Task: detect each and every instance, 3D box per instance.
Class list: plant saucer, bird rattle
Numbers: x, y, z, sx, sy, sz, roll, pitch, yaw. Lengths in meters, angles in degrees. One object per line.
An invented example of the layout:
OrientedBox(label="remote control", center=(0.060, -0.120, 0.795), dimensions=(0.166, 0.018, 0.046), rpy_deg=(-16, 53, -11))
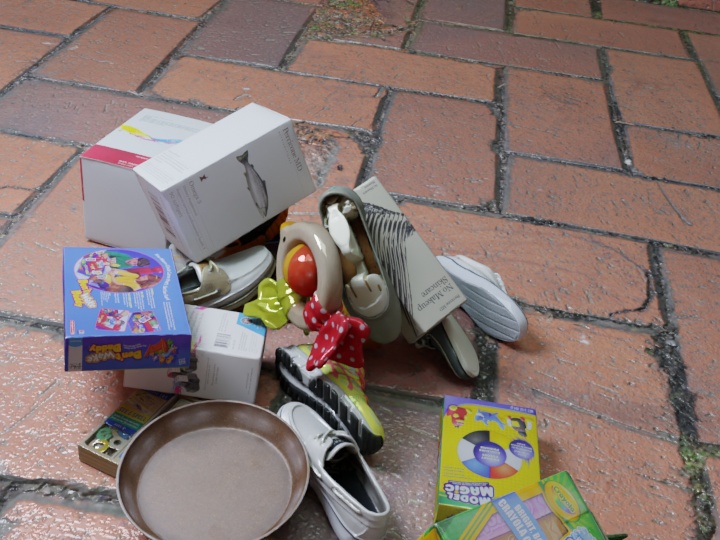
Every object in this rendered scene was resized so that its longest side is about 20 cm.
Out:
OrientedBox(label="plant saucer", center=(-0.152, 0.218, 0.919), dimensions=(0.198, 0.035, 0.201), rpy_deg=(2, 37, -1))
OrientedBox(label="bird rattle", center=(-0.065, 0.026, 1.042), dimensions=(0.111, 0.165, 0.200), rpy_deg=(-5, 15, -23))

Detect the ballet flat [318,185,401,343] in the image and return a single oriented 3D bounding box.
OrientedBox(label="ballet flat", center=(-0.006, -0.004, 1.061), dimensions=(0.067, 0.202, 0.064), rpy_deg=(-19, -1, 13))

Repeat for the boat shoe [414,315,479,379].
OrientedBox(label="boat shoe", center=(0.101, 0.082, 1.206), dimensions=(0.062, 0.073, 0.201), rpy_deg=(-38, 45, 12))

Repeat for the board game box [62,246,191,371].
OrientedBox(label="board game box", center=(-0.277, 0.040, 1.027), dimensions=(0.133, 0.045, 0.200), rpy_deg=(1, 29, -19))

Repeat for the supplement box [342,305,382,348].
OrientedBox(label="supplement box", center=(0.000, 0.000, 1.189), dimensions=(0.068, 0.067, 0.202), rpy_deg=(3, 70, -16))

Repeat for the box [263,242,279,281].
OrientedBox(label="box", center=(-0.034, 0.002, 1.274), dimensions=(0.198, 0.076, 0.100), rpy_deg=(-9, 37, -24))

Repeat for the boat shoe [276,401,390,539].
OrientedBox(label="boat shoe", center=(-0.030, 0.207, 0.954), dimensions=(0.071, 0.066, 0.201), rpy_deg=(-2, 39, -32))

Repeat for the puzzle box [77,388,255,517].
OrientedBox(label="puzzle box", center=(-0.197, 0.201, 0.993), dimensions=(0.198, 0.026, 0.133), rpy_deg=(19, 35, 18))

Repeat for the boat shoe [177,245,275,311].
OrientedBox(label="boat shoe", center=(-0.203, 0.017, 1.170), dimensions=(0.199, 0.069, 0.075), rpy_deg=(-34, 38, -20))

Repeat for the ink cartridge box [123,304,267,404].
OrientedBox(label="ink cartridge box", center=(-0.218, 0.095, 1.078), dimensions=(0.197, 0.069, 0.115), rpy_deg=(10, 21, -4))

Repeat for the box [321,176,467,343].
OrientedBox(label="box", center=(0.041, -0.013, 1.131), dimensions=(0.082, 0.068, 0.201), rpy_deg=(-36, 84, -22))

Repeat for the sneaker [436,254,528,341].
OrientedBox(label="sneaker", center=(0.179, 0.028, 1.269), dimensions=(0.070, 0.074, 0.200), rpy_deg=(-20, 41, -29))

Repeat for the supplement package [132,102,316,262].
OrientedBox(label="supplement package", center=(-0.182, -0.123, 1.194), dimensions=(0.199, 0.118, 0.117), rpy_deg=(-33, 34, -19))

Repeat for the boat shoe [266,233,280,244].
OrientedBox(label="boat shoe", center=(-0.152, -0.057, 1.341), dimensions=(0.197, 0.069, 0.084), rpy_deg=(9, 34, 4))

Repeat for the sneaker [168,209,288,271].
OrientedBox(label="sneaker", center=(-0.194, -0.061, 1.265), dimensions=(0.200, 0.076, 0.092), rpy_deg=(-40, 65, -14))

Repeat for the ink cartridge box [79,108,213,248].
OrientedBox(label="ink cartridge box", center=(-0.317, -0.139, 1.366), dimensions=(0.143, 0.147, 0.200), rpy_deg=(14, 35, 11))

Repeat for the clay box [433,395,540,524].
OrientedBox(label="clay box", center=(0.143, 0.230, 0.987), dimensions=(0.113, 0.048, 0.201), rpy_deg=(8, 33, 2))

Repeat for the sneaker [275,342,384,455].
OrientedBox(label="sneaker", center=(-0.022, 0.142, 1.064), dimensions=(0.090, 0.079, 0.200), rpy_deg=(-14, 39, -32))

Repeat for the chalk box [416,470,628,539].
OrientedBox(label="chalk box", center=(0.156, 0.277, 0.822), dimensions=(0.198, 0.125, 0.125), rpy_deg=(-14, 61, -27))
